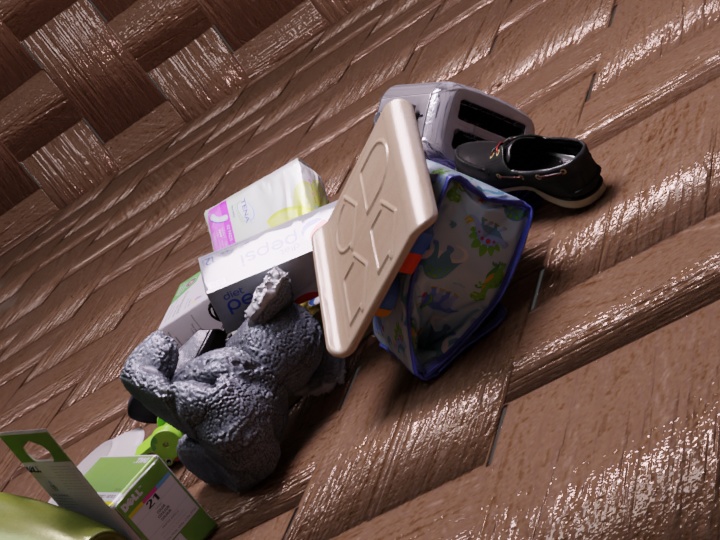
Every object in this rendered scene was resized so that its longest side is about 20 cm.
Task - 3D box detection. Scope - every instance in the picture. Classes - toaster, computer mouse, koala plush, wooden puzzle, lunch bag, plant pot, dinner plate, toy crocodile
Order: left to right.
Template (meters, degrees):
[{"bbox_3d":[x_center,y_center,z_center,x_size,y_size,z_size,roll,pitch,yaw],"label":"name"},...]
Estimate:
[{"bbox_3d":[-0.323,0.308,1.515,0.198,0.188,0.188,-10,30,34],"label":"plant pot"},{"bbox_3d":[-0.341,0.265,1.864,0.200,0.024,0.200,-43,12,12],"label":"dinner plate"},{"bbox_3d":[-0.207,0.124,1.900,0.200,0.053,0.139,-45,-20,-9],"label":"computer mouse"},{"bbox_3d":[-0.190,0.174,1.779,0.200,0.062,0.068,-40,16,11],"label":"toy crocodile"},{"bbox_3d":[-0.110,0.112,1.591,0.200,0.178,0.183,-44,28,-22],"label":"koala plush"},{"bbox_3d":[0.020,-0.039,1.496,0.201,0.046,0.186,-57,30,36],"label":"wooden puzzle"},{"bbox_3d":[0.078,0.000,1.541,0.202,0.126,0.170,-67,15,4],"label":"lunch bag"},{"bbox_3d":[0.118,-0.154,1.813,0.129,0.198,0.115,1,74,60],"label":"toaster"}]

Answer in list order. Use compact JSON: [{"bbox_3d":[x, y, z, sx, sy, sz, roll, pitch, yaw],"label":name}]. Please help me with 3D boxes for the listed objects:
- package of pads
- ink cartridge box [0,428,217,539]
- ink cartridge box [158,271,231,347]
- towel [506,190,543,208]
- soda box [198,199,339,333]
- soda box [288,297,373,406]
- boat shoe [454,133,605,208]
[{"bbox_3d":[-0.098,-0.021,1.848,0.153,0.068,0.202,-28,58,17],"label":"package of pads"},{"bbox_3d":[-0.260,0.214,1.547,0.076,0.201,0.147,-46,18,-28],"label":"ink cartridge box"},{"bbox_3d":[-0.160,0.029,2.045,0.199,0.084,0.145,-32,17,19],"label":"ink cartridge box"},{"bbox_3d":[0.110,-0.052,1.738,0.148,0.050,0.199,-48,18,-31],"label":"towel"},{"bbox_3d":[-0.071,-0.009,1.644,0.198,0.069,0.064,-22,42,1],"label":"soda box"},{"bbox_3d":[-0.046,0.070,1.722,0.200,0.064,0.068,-43,18,-12],"label":"soda box"},{"bbox_3d":[0.176,-0.120,1.642,0.200,0.063,0.074,16,52,47],"label":"boat shoe"}]
